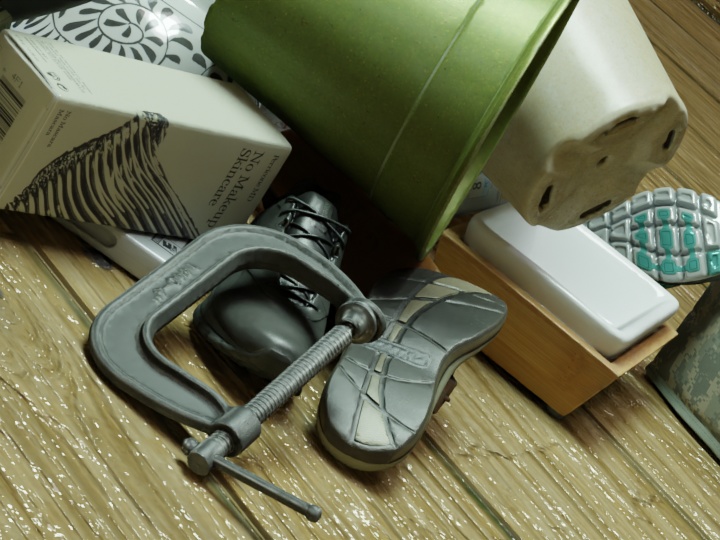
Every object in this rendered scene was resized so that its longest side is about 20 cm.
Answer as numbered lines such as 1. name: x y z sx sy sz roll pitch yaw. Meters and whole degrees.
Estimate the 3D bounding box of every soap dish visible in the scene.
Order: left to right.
1. soap dish: 0.138 0.024 1.709 0.157 0.081 0.200 39 17 11

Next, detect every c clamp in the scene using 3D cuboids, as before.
1. c clamp: -0.054 0.047 1.290 0.170 0.027 0.200 25 39 14

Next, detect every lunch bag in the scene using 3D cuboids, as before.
1. lunch bag: 0.334 0.081 1.784 0.117 0.164 0.200 21 22 -34

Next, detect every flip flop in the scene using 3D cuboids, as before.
1. flip flop: 0.027 0.062 1.418 0.081 0.058 0.200 21 38 9

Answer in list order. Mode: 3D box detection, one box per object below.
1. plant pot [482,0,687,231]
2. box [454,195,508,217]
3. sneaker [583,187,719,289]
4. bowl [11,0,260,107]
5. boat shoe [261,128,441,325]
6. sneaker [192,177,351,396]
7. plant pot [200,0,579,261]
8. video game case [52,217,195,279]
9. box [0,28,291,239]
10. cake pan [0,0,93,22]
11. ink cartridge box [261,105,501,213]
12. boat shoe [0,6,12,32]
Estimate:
1. plant pot: 0.125 -0.137 1.646 0.200 0.200 0.184 8 44 -56
2. box: 0.114 -0.107 1.863 0.199 0.049 0.159 -14 28 -3
3. sneaker: 0.216 -0.013 1.839 0.199 0.078 0.091 -2 -19 30
4. bowl: -0.133 -0.149 1.570 0.200 0.094 0.201 34 5 -3
5. boat shoe: 0.000 0.000 1.532 0.201 0.070 0.070 58 -19 22
6. sneaker: -0.046 0.002 1.410 0.076 0.091 0.200 31 19 -16
7. plant pot: 0.010 -0.141 1.475 0.189 0.201 0.200 32 17 4
8. video game case: -0.164 -0.066 1.482 0.182 0.024 0.200 35 18 -1
9. box: -0.139 -0.074 1.382 0.199 0.082 0.068 8 33 -50
10. cake pan: -0.236 -0.170 1.371 0.200 0.199 0.037 -4 85 -64
11. ink cartridge box: -0.020 -0.082 1.711 0.199 0.048 0.160 -10 31 -37
12. boat shoe: -0.253 -0.110 1.323 0.062 0.075 0.200 29 30 7
